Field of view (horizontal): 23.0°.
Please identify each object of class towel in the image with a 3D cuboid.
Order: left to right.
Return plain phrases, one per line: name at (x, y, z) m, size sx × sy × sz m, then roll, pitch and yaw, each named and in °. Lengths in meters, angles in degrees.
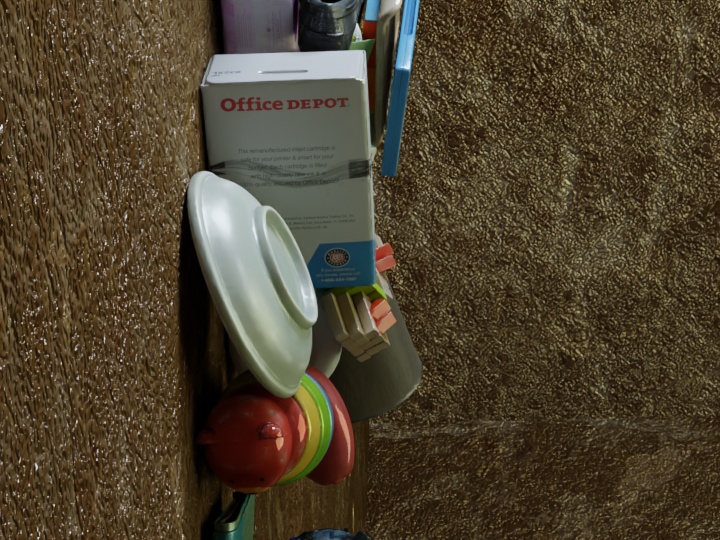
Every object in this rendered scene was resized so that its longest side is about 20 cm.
towel at (-0.113, 0.301, 1.545) m, size 0.147 × 0.021 × 0.202 m, roll -57°, pitch 149°, yaw -83°

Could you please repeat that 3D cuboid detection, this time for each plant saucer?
plant saucer at (-0.079, 0.004, 1.469) m, size 0.200 × 0.050 × 0.202 m, roll -22°, pitch 90°, yaw -79°

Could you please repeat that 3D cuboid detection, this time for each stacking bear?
stacking bear at (-0.082, 0.140, 1.527) m, size 0.200 × 0.120 × 0.115 m, roll -5°, pitch 95°, yaw -80°

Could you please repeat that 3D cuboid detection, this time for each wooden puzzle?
wooden puzzle at (0.023, -0.259, 1.837) m, size 0.201 × 0.037 × 0.186 m, roll 98°, pitch 0°, yaw -51°

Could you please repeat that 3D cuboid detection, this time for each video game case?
video game case at (0.044, -0.216, 1.807) m, size 0.144 × 0.018 × 0.201 m, roll 97°, pitch 1°, yaw -47°

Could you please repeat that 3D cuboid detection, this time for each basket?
basket at (-0.030, 0.053, 1.960) m, size 0.137 × 0.178 × 0.201 m, roll -103°, pitch -178°, yaw -48°

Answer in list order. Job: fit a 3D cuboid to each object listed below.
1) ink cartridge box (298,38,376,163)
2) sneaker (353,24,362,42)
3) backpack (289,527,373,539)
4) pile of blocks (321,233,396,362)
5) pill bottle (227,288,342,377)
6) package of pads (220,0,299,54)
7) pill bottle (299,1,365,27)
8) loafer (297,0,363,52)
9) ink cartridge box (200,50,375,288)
ink cartridge box at (-0.042, -0.118, 1.716) m, size 0.145 × 0.048 × 0.201 m, roll -19°, pitch 137°, yaw -51°
sneaker at (-0.064, -0.175, 1.795) m, size 0.201 × 0.075 × 0.105 m, roll -56°, pitch -159°, yaw 10°
backpack at (-0.044, 0.340, 1.700) m, size 0.200 × 0.145 × 0.185 m, roll 92°, pitch -5°, yaw -85°
pile of blocks at (0.000, 0.000, 1.690) m, size 0.082 × 0.062 × 0.201 m, roll 54°, pitch 15°, yaw -31°
pill bottle at (-0.068, 0.038, 1.744) m, size 0.200 × 0.110 × 0.112 m, roll -85°, pitch 173°, yaw -70°
package of pads at (-0.096, -0.279, 1.667) m, size 0.121 × 0.075 × 0.202 m, roll -96°, pitch -177°, yaw -58°
pill bottle at (-0.049, -0.290, 1.855) m, size 0.113 × 0.111 × 0.201 m, roll -89°, pitch -169°, yaw -45°
loafer at (-0.025, -0.274, 1.663) m, size 0.202 × 0.067 × 0.071 m, roll -85°, pitch -176°, yaw -50°
ink cartridge box at (-0.061, -0.090, 1.593) m, size 0.084 × 0.143 × 0.202 m, roll -87°, pitch 175°, yaw -64°
